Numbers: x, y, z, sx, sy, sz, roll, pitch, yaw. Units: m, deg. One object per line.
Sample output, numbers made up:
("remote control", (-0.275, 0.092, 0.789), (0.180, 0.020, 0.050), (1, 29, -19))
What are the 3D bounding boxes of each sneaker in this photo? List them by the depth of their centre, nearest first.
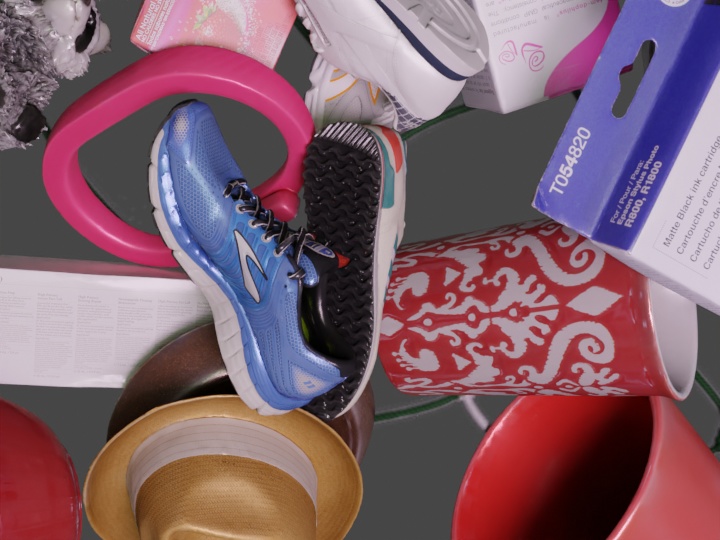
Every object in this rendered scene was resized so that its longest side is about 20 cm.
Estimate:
("sneaker", (-0.014, -0.174, 0.753), (0.200, 0.076, 0.080), (48, 131, -3))
("sneaker", (-0.058, -0.014, 0.754), (0.088, 0.079, 0.202), (-19, 104, 26))
("sneaker", (0.000, -0.001, 0.824), (0.070, 0.093, 0.203), (13, 104, 25))
("sneaker", (0.021, -0.140, 0.827), (0.091, 0.076, 0.202), (25, 126, 25))

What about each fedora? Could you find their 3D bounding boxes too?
("fedora", (-0.088, 0.172, 0.821), (0.198, 0.082, 0.202), (-6, 130, -7))

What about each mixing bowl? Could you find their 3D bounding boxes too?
("mixing bowl", (-0.255, 0.165, 0.825), (0.107, 0.199, 0.203), (1, 102, -38))

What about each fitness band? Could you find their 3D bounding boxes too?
("fitness band", (-0.120, -0.073, 0.819), (0.199, 0.038, 0.144), (-24, 127, 32))

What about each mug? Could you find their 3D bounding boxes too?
("mug", (0.127, 0.036, 0.866), (0.198, 0.177, 0.135), (-7, 64, 26))

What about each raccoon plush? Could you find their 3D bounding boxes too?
("raccoon plush", (-0.263, -0.142, 0.824), (0.198, 0.134, 0.098), (-6, 121, 23))

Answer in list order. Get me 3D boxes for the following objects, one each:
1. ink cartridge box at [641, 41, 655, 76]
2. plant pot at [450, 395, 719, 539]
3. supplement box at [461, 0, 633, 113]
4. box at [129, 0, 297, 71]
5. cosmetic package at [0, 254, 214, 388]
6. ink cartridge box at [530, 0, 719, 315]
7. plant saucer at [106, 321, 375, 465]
("ink cartridge box", (0.317, -0.168, 0.912), (0.197, 0.083, 0.147), (-14, 103, -8))
("plant pot", (0.195, 0.192, 0.912), (0.177, 0.200, 0.201), (37, 92, -25))
("supplement box", (0.104, -0.221, 0.852), (0.100, 0.103, 0.202), (-18, 102, -8))
("box", (-0.073, -0.223, 0.818), (0.095, 0.100, 0.202), (23, 96, -14))
("cosmetic package", (-0.185, 0.036, 0.869), (0.197, 0.051, 0.084), (4, 104, -12))
("ink cartridge box", (0.228, -0.080, 0.735), (0.198, 0.041, 0.201), (26, 88, -15))
("plant saucer", (-0.080, 0.125, 0.881), (0.198, 0.035, 0.202), (-9, 121, -14))
